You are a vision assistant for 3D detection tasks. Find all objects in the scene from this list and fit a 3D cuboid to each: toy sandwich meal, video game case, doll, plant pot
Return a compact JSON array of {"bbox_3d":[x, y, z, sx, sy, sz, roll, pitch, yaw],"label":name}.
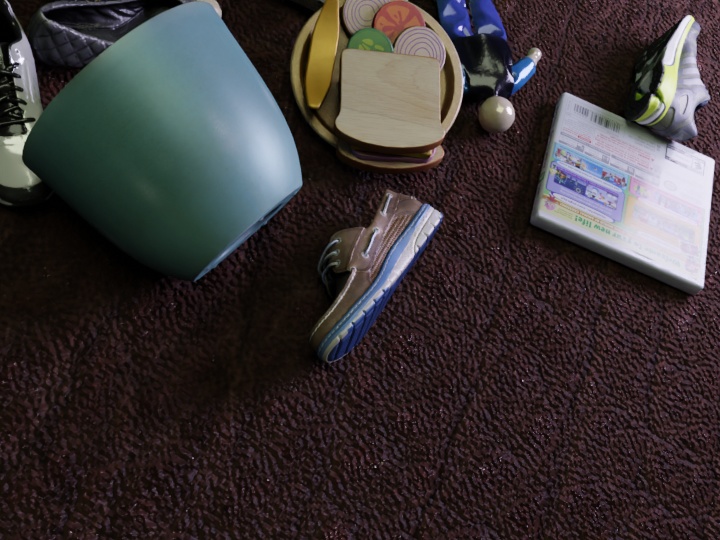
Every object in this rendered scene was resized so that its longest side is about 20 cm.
[{"bbox_3d":[0.021,-0.199,0.822,0.203,0.070,0.207,2,78,-10],"label":"toy sandwich meal"},{"bbox_3d":[0.294,-0.089,0.897,0.198,0.022,0.183,23,60,-6],"label":"video game case"},{"bbox_3d":[0.139,-0.244,0.913,0.135,0.049,0.202,-1,64,-16],"label":"doll"},{"bbox_3d":[-0.145,-0.090,0.674,0.161,0.200,0.200,50,61,-4],"label":"plant pot"}]

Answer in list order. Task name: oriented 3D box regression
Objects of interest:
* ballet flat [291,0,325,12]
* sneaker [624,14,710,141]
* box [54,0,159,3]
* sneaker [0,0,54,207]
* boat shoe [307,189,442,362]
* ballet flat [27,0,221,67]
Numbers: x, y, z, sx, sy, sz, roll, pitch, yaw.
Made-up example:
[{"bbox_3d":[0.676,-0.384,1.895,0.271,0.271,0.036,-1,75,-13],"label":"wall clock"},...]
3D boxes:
[{"bbox_3d":[-0.081,-0.329,0.898,0.199,0.046,0.068,28,81,5],"label":"ballet flat"},{"bbox_3d":[0.374,-0.225,0.966,0.081,0.074,0.201,36,57,-11],"label":"sneaker"},{"bbox_3d":[-0.238,-0.352,0.840,0.199,0.048,0.159,-22,72,-17],"label":"box"},{"bbox_3d":[-0.316,-0.150,0.714,0.073,0.080,0.201,-14,70,-24],"label":"sneaker"},{"bbox_3d":[0.000,0.000,0.743,0.072,0.072,0.200,33,50,7],"label":"boat shoe"},{"bbox_3d":[-0.221,-0.238,0.790,0.199,0.057,0.067,-23,86,-32],"label":"ballet flat"}]
